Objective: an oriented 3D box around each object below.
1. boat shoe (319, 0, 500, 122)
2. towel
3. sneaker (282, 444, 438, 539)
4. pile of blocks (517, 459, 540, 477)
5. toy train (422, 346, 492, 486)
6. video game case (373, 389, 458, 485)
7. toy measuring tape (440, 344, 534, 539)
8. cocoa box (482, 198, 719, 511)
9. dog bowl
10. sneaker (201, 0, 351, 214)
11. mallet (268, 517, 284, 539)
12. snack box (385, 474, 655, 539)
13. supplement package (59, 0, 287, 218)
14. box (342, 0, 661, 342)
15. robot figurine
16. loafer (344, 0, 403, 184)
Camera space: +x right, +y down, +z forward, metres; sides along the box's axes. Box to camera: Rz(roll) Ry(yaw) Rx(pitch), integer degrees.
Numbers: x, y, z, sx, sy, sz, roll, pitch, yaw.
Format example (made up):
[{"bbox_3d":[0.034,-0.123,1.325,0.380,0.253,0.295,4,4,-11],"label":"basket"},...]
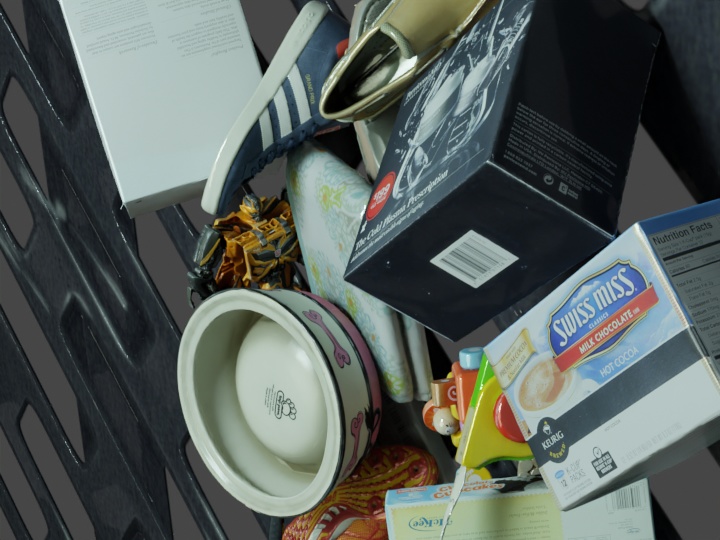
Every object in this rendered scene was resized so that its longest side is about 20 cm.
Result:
[{"bbox_3d":[0.043,-0.180,1.222,0.072,0.076,0.200,44,116,3],"label":"boat shoe"},{"bbox_3d":[0.000,0.000,1.386,0.171,0.048,0.201,38,146,57],"label":"towel"},{"bbox_3d":[0.008,0.215,1.463,0.200,0.077,0.073,-41,49,37],"label":"sneaker"},{"bbox_3d":[0.156,0.171,1.289,0.062,0.082,0.201,-40,-51,-82],"label":"pile of blocks"},{"bbox_3d":[0.079,0.151,1.313,0.150,0.055,0.201,-100,5,-76],"label":"toy train"},{"bbox_3d":[0.034,0.204,1.490,0.182,0.023,0.201,-44,68,51],"label":"video game case"},{"bbox_3d":[0.105,0.140,1.191,0.073,0.073,0.201,13,87,51],"label":"toy measuring tape"},{"bbox_3d":[0.203,0.054,1.096,0.200,0.133,0.132,-45,66,52],"label":"cocoa box"},{"bbox_3d":[-0.065,0.105,1.395,0.200,0.074,0.201,14,111,40],"label":"dog bowl"},{"bbox_3d":[-0.057,-0.123,1.362,0.084,0.200,0.075,31,178,-7],"label":"sneaker"},{"bbox_3d":[-0.074,0.228,1.551,0.041,0.066,0.201,-9,64,16],"label":"mallet"},{"bbox_3d":[0.124,0.216,1.240,0.037,0.199,0.117,-69,-29,-76],"label":"snack box"},{"bbox_3d":[-0.169,-0.169,1.465,0.151,0.151,0.201,152,100,-83],"label":"supplement package"},{"bbox_3d":[0.096,-0.079,1.136,0.104,0.183,0.200,30,145,-16],"label":"box"},{"bbox_3d":[-0.090,0.020,1.493,0.058,0.145,0.201,33,138,35],"label":"robot figurine"},{"bbox_3d":[0.018,-0.126,1.341,0.063,0.072,0.201,11,115,60],"label":"loafer"}]
